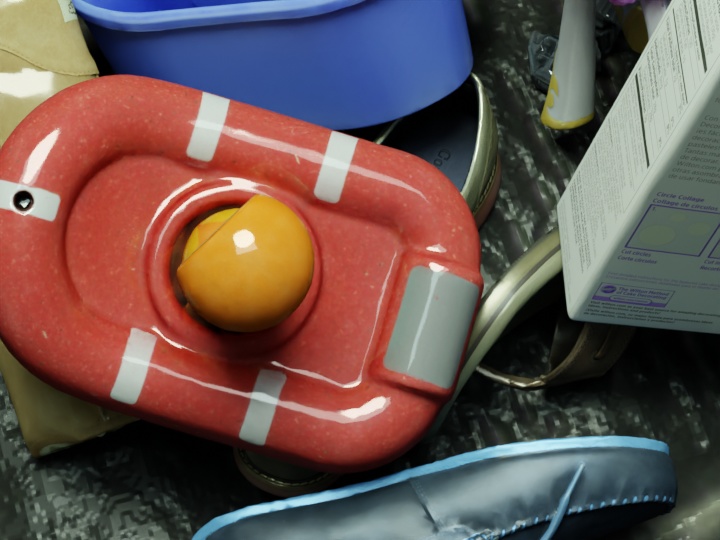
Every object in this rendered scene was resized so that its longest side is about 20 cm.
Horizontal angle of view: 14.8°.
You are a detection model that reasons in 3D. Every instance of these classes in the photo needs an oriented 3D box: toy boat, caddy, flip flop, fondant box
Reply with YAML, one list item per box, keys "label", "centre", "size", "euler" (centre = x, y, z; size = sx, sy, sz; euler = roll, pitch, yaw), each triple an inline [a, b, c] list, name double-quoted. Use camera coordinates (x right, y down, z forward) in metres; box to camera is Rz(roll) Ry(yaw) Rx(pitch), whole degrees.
- label: "toy boat"
  centre: [-0.049, -0.002, 1.057]
  size: [0.199, 0.131, 0.131]
  euler: [16, 85, -5]
- label: "caddy"
  centre: [-0.033, -0.139, 1.184]
  size: [0.199, 0.105, 0.142]
  euler: [-3, 46, 22]
- label: "flip flop"
  centre: [0.098, 0.010, 1.165]
  size: [0.200, 0.081, 0.058]
  euler: [-36, 82, -24]
- label: "fondant box"
  centre: [0.173, -0.047, 1.053]
  size: [0.144, 0.200, 0.058]
  euler: [5, 58, -14]

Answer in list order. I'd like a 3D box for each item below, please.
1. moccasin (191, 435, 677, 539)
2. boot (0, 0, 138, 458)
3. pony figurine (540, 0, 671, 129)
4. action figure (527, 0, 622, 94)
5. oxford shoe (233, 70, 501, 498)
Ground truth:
- label: "moccasin"
  centre: [0.032, 0.118, 1.108]
  size: [0.199, 0.081, 0.068]
  euler: [-15, 67, 7]
- label: "boot"
  centre: [-0.162, -0.017, 1.147]
  size: [0.174, 0.066, 0.201]
  euler: [-22, 90, 11]
- label: "pony figurine"
  centre: [0.114, -0.147, 1.125]
  size: [0.166, 0.201, 0.193]
  euler: [-19, 20, -18]
- label: "action figure"
  centre: [0.112, -0.180, 1.242]
  size: [0.193, 0.105, 0.201]
  euler: [26, 68, 4]
- label: "oxford shoe"
  centre: [0.000, 0.000, 1.162]
  size: [0.070, 0.074, 0.201]
  euler: [20, 63, 10]
